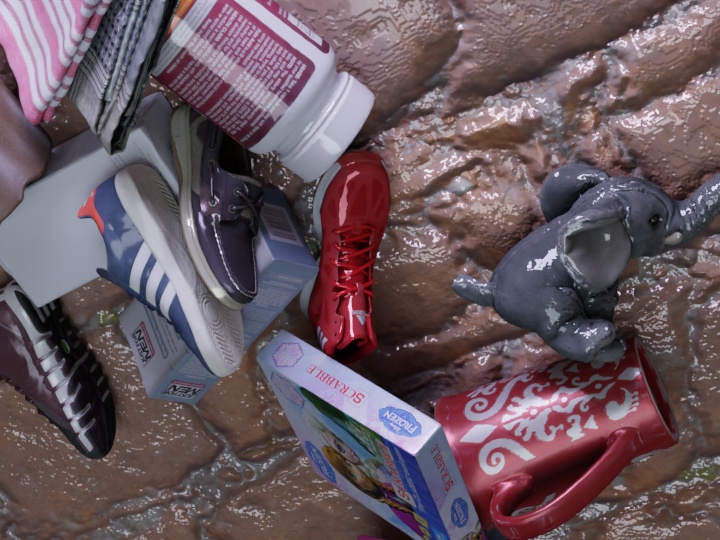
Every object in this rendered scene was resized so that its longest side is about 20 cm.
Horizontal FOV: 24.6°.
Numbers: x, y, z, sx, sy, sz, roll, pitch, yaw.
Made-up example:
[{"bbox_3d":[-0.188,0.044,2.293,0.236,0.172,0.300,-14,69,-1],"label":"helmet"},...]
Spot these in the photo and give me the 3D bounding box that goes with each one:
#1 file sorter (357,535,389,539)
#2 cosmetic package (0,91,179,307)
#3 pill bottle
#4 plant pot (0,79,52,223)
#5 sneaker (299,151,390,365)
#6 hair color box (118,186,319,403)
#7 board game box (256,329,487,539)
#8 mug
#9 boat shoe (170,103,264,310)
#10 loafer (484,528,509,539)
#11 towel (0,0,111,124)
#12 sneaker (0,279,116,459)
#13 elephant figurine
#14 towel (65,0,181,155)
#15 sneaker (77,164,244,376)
[{"bbox_3d":[0.058,0.378,1.659,0.139,0.126,0.200,8,144,11],"label":"file sorter"},{"bbox_3d":[-0.241,-0.063,1.504,0.200,0.081,0.113,-23,115,21],"label":"cosmetic package"},{"bbox_3d":[-0.094,-0.172,1.399,0.200,0.114,0.114,37,118,-14],"label":"pill bottle"},{"bbox_3d":[-0.387,-0.128,1.426,0.200,0.200,0.198,-31,120,23],"label":"plant pot"},{"bbox_3d":[0.000,0.000,1.481,0.078,0.116,0.200,-5,130,-16],"label":"sneaker"},{"bbox_3d":[-0.134,0.022,1.523,0.061,0.099,0.200,14,130,-44],"label":"hair color box"},{"bbox_3d":[0.012,0.166,1.517,0.199,0.041,0.200,29,155,36],"label":"board game box"},{"bbox_3d":[0.192,0.165,1.542,0.200,0.178,0.133,-23,149,15],"label":"mug"},{"bbox_3d":[-0.117,-0.064,1.434,0.065,0.200,0.072,-23,153,21],"label":"boat shoe"},{"bbox_3d":[0.102,0.253,1.669,0.072,0.063,0.200,-36,116,9],"label":"loafer"},{"bbox_3d":[-0.256,-0.238,1.356,0.030,0.146,0.200,-4,143,-38],"label":"towel"},{"bbox_3d":[-0.326,0.104,1.627,0.115,0.076,0.200,-17,107,22],"label":"sneaker"},{"bbox_3d":[0.211,-0.031,1.455,0.141,0.155,0.200,39,115,34],"label":"elephant figurine"},{"bbox_3d":[-0.218,-0.224,1.350,0.035,0.200,0.193,-2,129,-41],"label":"towel"},{"bbox_3d":[-0.176,0.010,1.439,0.084,0.075,0.200,-26,93,25],"label":"sneaker"}]
